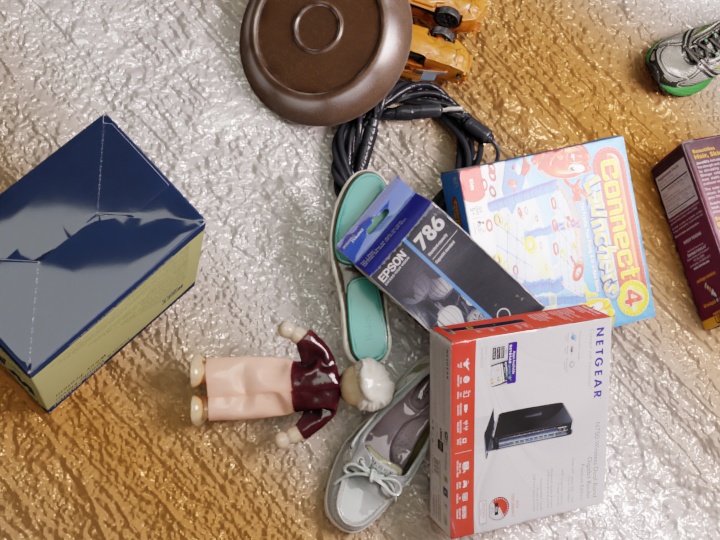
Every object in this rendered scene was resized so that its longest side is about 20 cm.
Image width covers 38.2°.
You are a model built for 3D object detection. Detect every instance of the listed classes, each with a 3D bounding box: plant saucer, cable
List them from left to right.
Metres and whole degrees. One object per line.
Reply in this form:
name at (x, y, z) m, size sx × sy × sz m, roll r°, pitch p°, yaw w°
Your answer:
plant saucer at (-0.043, -0.258, 1.122) m, size 0.197 × 0.032 × 0.203 m, roll -1°, pitch 86°, yaw 14°
cable at (0.048, -0.124, 1.139) m, size 0.199 × 0.051 × 0.164 m, roll -39°, pitch 85°, yaw -19°

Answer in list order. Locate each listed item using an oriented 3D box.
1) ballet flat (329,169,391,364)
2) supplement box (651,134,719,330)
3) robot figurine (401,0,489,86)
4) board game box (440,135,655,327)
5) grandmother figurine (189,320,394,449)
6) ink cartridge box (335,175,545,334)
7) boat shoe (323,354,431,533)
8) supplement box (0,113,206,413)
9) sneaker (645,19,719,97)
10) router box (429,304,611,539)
ballet flat at (0.000, 0.000, 1.076) m, size 0.068 × 0.069 × 0.203 m, roll 0°, pitch 85°, yaw -12°
supplement box at (0.422, -0.048, 1.175) m, size 0.109 × 0.086 × 0.202 m, roll -12°, pitch 77°, yaw -14°
robot figurine at (0.037, -0.283, 1.173) m, size 0.198 × 0.058 × 0.147 m, roll 18°, pitch 71°, yaw 1°
board game box at (0.200, -0.026, 1.109) m, size 0.193 × 0.056 × 0.203 m, roll -13°, pitch 94°, yaw -15°
grandmother figurine at (-0.065, 0.110, 1.019) m, size 0.197 × 0.061 × 0.123 m, roll 1°, pitch 103°, yaw 0°
ink cartridge box at (0.079, 0.007, 1.034) m, size 0.200 × 0.039 × 0.100 m, roll 41°, pitch 88°, yaw -7°
boat shoe at (0.034, 0.169, 1.036) m, size 0.074 × 0.065 × 0.203 m, roll 38°, pitch 79°, yaw 1°
supplement box at (-0.262, 0.001, 0.956) m, size 0.200 × 0.200 × 0.134 m, roll -43°, pitch 86°, yaw -20°
sneaker at (0.428, -0.273, 1.244) m, size 0.198 × 0.085 × 0.079 m, roll -24°, pitch 80°, yaw -17°
router box at (0.156, 0.145, 1.022) m, size 0.177 × 0.049 × 0.203 m, roll -8°, pitch 106°, yaw -21°
